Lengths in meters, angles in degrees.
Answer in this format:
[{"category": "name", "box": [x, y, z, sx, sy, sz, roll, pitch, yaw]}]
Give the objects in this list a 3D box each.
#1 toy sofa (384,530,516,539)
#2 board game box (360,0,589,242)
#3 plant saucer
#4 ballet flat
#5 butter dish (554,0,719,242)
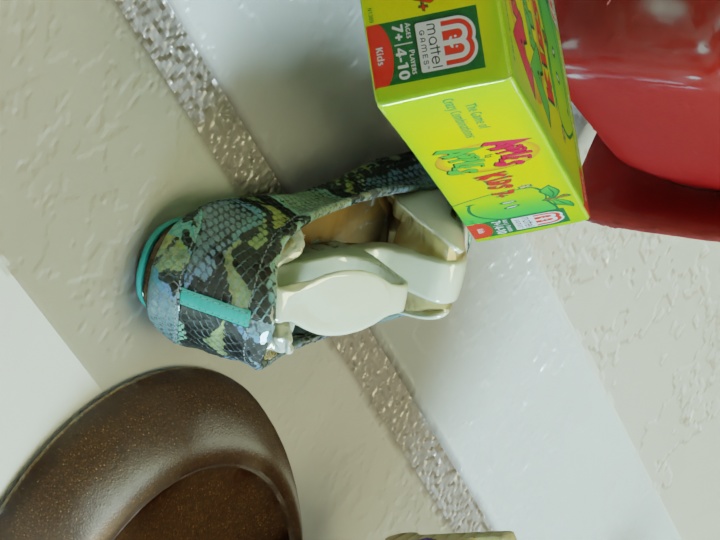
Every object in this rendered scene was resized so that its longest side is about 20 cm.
[{"category": "toy sofa", "box": [-0.023, 0.162, 1.145, 0.200, 0.097, 0.083, -17, 97, -52]}, {"category": "board game box", "box": [0.040, -0.084, 1.074, 0.200, 0.048, 0.102, 47, 33, -73]}, {"category": "plant saucer", "box": [-0.081, 0.136, 1.132, 0.200, 0.032, 0.201, -34, 136, -42]}, {"category": "ballet flat", "box": [0.000, 0.000, 1.139, 0.200, 0.074, 0.074, -19, 124, -51]}, {"category": "butter dish", "box": [0.147, -0.125, 1.213, 0.148, 0.200, 0.200, 36, 76, -31]}]
